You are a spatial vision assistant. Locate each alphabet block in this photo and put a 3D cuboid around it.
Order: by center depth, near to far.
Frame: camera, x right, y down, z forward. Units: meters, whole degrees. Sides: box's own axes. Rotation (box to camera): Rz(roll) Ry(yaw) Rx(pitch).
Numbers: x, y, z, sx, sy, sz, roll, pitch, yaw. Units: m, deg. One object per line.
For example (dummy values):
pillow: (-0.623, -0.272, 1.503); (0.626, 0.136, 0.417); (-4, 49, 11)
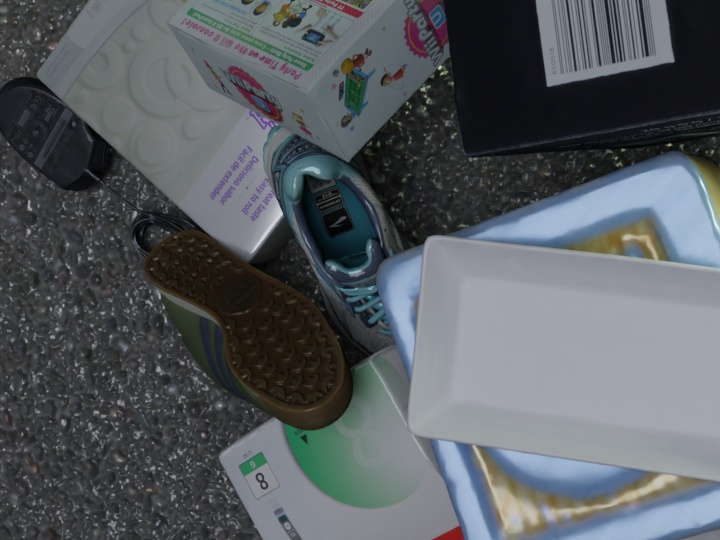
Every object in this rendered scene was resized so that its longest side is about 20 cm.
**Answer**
alphabet block: (0.145, 0.052, 0.945); (0.194, 0.200, 0.198); (-19, 88, 17)

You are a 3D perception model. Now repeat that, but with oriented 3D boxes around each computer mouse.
computer mouse: (-0.173, -0.064, 1.123); (0.200, 0.034, 0.059); (41, 115, 3)

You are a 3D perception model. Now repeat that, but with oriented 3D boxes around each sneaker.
sneaker: (0.000, 0.000, 1.016); (0.077, 0.086, 0.201); (-32, 111, 7)
sneaker: (-0.061, 0.053, 1.036); (0.067, 0.090, 0.200); (-39, 47, -14)

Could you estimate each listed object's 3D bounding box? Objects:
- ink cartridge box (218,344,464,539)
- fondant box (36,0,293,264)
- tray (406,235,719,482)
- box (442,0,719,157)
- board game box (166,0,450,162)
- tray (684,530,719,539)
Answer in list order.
ink cartridge box: (0.013, 0.169, 1.043); (0.161, 0.050, 0.201); (-34, 81, 37)
fondant box: (-0.097, -0.123, 1.080); (0.200, 0.058, 0.145); (41, 103, 9)
tray: (0.125, 0.045, 0.835); (0.198, 0.022, 0.108); (7, 94, 16)
box: (0.182, -0.134, 0.895); (0.195, 0.199, 0.119); (-7, 91, 39)
board game box: (0.002, -0.177, 0.974); (0.200, 0.064, 0.147); (-46, 45, -13)
tray: (0.246, 0.210, 0.956); (0.199, 0.022, 0.109); (6, 91, 56)
